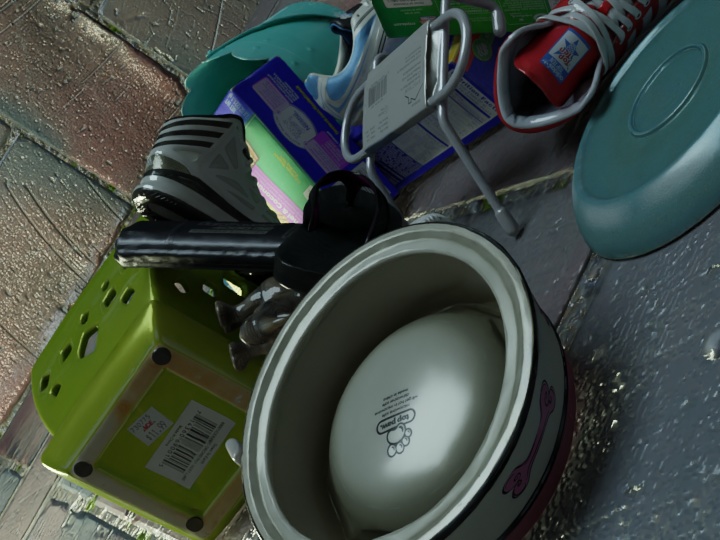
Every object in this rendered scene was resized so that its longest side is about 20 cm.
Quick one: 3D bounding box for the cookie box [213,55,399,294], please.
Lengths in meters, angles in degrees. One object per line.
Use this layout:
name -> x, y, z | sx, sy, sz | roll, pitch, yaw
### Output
cookie box -> -0.082, -0.068, 1.161 | 0.075, 0.171, 0.200 | -40, -3, -39

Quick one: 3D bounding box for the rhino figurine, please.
rhino figurine -> -0.058, 0.033, 0.899 | 0.086, 0.061, 0.200 | -19, -1, -6

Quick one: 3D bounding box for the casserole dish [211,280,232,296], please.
casserole dish -> -0.116, -0.011, 1.428 | 0.200, 0.039, 0.122 | -35, 27, 55

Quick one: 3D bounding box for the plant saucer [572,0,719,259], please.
plant saucer -> 0.186, -0.099, 0.723 | 0.201, 0.027, 0.201 | -51, 17, 21

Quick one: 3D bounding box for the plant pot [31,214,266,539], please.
plant pot -> -0.155, 0.103, 1.065 | 0.201, 0.198, 0.182 | -52, 24, 14

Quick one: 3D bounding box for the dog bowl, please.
dog bowl -> 0.030, 0.079, 0.672 | 0.199, 0.074, 0.202 | -26, 47, 31

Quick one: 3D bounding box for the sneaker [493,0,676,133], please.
sneaker -> 0.157, -0.172, 0.808 | 0.201, 0.071, 0.112 | -57, -9, 26

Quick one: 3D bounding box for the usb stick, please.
usb stick -> -0.101, -0.019, 0.962 | 0.198, 0.033, 0.055 | 1, 21, 25

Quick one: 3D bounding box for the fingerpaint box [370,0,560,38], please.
fingerpaint box -> 0.121, -0.268, 0.976 | 0.198, 0.074, 0.168 | 2, 54, 29

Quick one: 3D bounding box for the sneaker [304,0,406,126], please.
sneaker -> 0.021, -0.224, 1.086 | 0.201, 0.072, 0.072 | -60, 15, -12

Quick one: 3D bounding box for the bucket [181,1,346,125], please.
bucket -> -0.060, -0.158, 1.239 | 0.207, 0.207, 0.135 | -36, 11, 51

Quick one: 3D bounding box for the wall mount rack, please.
wall mount rack -> 0.055, -0.100, 0.916 | 0.200, 0.074, 0.176 | 151, 124, -61

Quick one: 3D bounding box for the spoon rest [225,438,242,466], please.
spoon rest -> -0.012, 0.083, 0.938 | 0.200, 0.061, 0.099 | -45, 17, -3

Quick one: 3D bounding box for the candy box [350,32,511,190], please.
candy box -> 0.081, -0.184, 1.100 | 0.200, 0.077, 0.170 | -30, 31, 56

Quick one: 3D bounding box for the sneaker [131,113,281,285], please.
sneaker -> -0.092, -0.066, 1.060 | 0.075, 0.200, 0.117 | -13, 53, 47

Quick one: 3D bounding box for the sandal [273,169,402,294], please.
sandal -> -0.009, -0.035, 0.865 | 0.201, 0.074, 0.049 | -69, -10, -70

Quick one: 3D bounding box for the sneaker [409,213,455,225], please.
sneaker -> 0.009, 0.059, 0.849 | 0.129, 0.079, 0.201 | -28, 42, 44
